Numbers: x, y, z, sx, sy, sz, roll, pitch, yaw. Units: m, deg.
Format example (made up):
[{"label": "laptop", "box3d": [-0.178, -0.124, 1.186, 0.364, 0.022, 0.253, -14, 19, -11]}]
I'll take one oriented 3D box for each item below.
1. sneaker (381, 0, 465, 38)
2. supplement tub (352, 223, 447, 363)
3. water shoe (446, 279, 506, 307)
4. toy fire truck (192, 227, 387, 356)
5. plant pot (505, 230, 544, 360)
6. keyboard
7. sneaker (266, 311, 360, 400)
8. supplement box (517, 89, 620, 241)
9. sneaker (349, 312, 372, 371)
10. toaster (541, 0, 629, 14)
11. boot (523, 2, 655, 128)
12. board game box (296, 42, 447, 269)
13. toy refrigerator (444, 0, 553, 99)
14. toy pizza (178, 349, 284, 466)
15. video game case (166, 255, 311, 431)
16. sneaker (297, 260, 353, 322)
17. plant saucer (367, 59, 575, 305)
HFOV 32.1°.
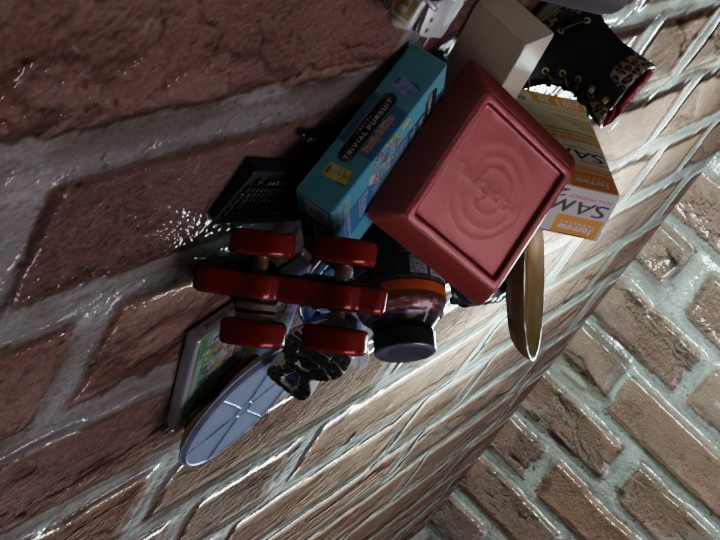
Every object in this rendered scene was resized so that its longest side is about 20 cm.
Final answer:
[{"label": "sneaker", "box3d": [0.065, -0.264, 1.108, 0.116, 0.073, 0.200, -52, 164, 7]}, {"label": "supplement tub", "box3d": [0.042, -0.003, 1.407, 0.105, 0.203, 0.107, -3, 160, -1]}, {"label": "water shoe", "box3d": [0.151, 0.009, 1.579, 0.078, 0.073, 0.200, -17, 173, 14]}, {"label": "toy fire truck", "box3d": [-0.072, 0.020, 1.267, 0.168, 0.196, 0.114, -178, -86, -79]}, {"label": "plant pot", "box3d": [0.204, 0.010, 1.552, 0.200, 0.027, 0.204, 2, 90, -75]}, {"label": "keyboard", "box3d": [-0.067, -0.094, 1.264, 0.128, 0.021, 0.199, -53, 164, 18]}, {"label": "sneaker", "box3d": [-0.045, 0.078, 1.427, 0.090, 0.078, 0.200, -56, -172, -27]}, {"label": "supplement box", "box3d": [0.225, -0.135, 1.518, 0.124, 0.202, 0.074, 10, 129, -15]}, {"label": "sneaker", "box3d": [-0.033, 0.093, 1.723, 0.083, 0.074, 0.201, -18, 158, -9]}, {"label": "toaster", "box3d": [0.207, -0.350, 1.068, 0.201, 0.117, 0.183, 113, -8, -56]}, {"label": "boot", "box3d": [0.236, -0.225, 1.478, 0.200, 0.150, 0.073, -43, 163, -11]}, {"label": "board game box", "box3d": [0.012, -0.115, 1.304, 0.201, 0.047, 0.151, -53, 167, -17]}, {"label": "toy refrigerator", "box3d": [0.131, -0.203, 1.405, 0.070, 0.076, 0.201, -28, 155, -46]}, {"label": "toy pizza", "box3d": [-0.153, 0.161, 1.541, 0.200, 0.032, 0.201, -43, 165, -14]}, {"label": "video game case", "box3d": [-0.145, 0.088, 1.483, 0.181, 0.022, 0.201, -35, 160, -35]}, {"label": "sneaker", "box3d": [0.000, 0.000, 1.519, 0.201, 0.090, 0.078, -51, 163, 16]}, {"label": "plant saucer", "box3d": [0.132, -0.086, 1.347, 0.199, 0.037, 0.201, 36, 87, -34]}]
